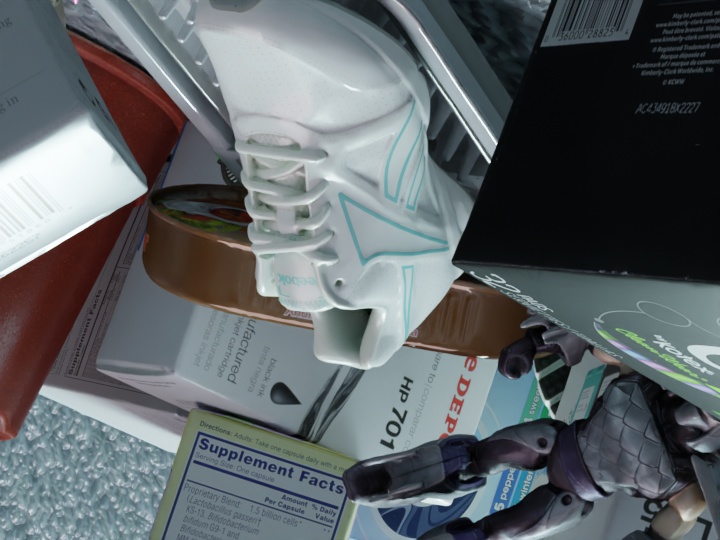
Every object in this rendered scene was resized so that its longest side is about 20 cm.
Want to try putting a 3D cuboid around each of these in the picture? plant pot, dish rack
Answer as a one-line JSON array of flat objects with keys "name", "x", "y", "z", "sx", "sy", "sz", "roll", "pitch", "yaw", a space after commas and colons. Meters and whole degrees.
[{"name": "plant pot", "x": -0.217, "y": -0.025, "z": 1.075, "sx": 0.200, "sy": 0.196, "sz": 0.201, "roll": 20, "pitch": 169, "yaw": 4}, {"name": "dish rack", "x": -0.009, "y": -0.078, "z": 0.795, "sx": 0.171, "sy": 0.044, "sz": 0.200, "roll": 13, "pitch": 156, "yaw": 36}]

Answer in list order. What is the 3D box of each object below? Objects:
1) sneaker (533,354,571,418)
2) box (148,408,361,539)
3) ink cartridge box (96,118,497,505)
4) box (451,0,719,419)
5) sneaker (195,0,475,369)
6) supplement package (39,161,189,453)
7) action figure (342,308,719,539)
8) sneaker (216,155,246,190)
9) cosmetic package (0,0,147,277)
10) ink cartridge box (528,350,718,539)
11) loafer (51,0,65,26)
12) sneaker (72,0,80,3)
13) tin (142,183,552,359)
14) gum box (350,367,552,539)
[{"name": "sneaker", "x": 0.150, "y": 0.101, "z": 1.093, "sx": 0.073, "sy": 0.201, "sz": 0.080, "roll": -24, "pitch": 156, "yaw": -3}, {"name": "box", "x": -0.072, "y": 0.194, "z": 1.074, "sx": 0.096, "sy": 0.201, "sz": 0.176, "roll": 18, "pitch": 167, "yaw": 3}, {"name": "ink cartridge box", "x": -0.022, "y": 0.023, "z": 1.080, "sx": 0.200, "sy": 0.147, "sz": 0.086, "roll": 28, "pitch": 165, "yaw": -34}, {"name": "box", "x": 0.161, "y": -0.013, "z": 0.657, "sx": 0.200, "sy": 0.125, "sz": 0.148, "roll": 30, "pitch": 166, "yaw": -33}, {"name": "sneaker", "x": -0.010, "y": -0.031, "z": 0.736, "sx": 0.070, "sy": 0.080, "sz": 0.200, "roll": 16, "pitch": 156, "yaw": 32}, {"name": "supplement package", "x": -0.088, "y": 0.030, "z": 1.217, "sx": 0.151, "sy": 0.151, "sz": 0.199, "roll": 29, "pitch": 166, "yaw": -38}, {"name": "action figure", "x": 0.082, "y": 0.085, "z": 0.839, "sx": 0.200, "sy": 0.131, "sz": 0.069, "roll": -27, "pitch": 159, "yaw": 36}, {"name": "sneaker", "x": 0.018, "y": -0.014, "z": 0.996, "sx": 0.199, "sy": 0.084, "sz": 0.077, "roll": 25, "pitch": 167, "yaw": -21}, {"name": "cosmetic package", "x": -0.159, "y": -0.093, "z": 0.644, "sx": 0.201, "sy": 0.101, "sz": 0.074, "roll": 62, "pitch": 180, "yaw": 21}, {"name": "ink cartridge box", "x": 0.173, "y": 0.098, "z": 0.949, "sx": 0.146, "sy": 0.201, "sz": 0.146, "roll": 22, "pitch": 168, "yaw": -8}, {"name": "loafer", "x": -0.136, "y": -0.106, "z": 0.767, "sx": 0.063, "sy": 0.072, "sz": 0.200, "roll": 26, "pitch": -164, "yaw": -29}, {"name": "sneaker", "x": -0.095, "y": -0.153, "z": 0.634, "sx": 0.086, "sy": 0.080, "sz": 0.200, "roll": 44, "pitch": 170, "yaw": 1}, {"name": "tin", "x": 0.000, "y": 0.000, "z": 0.906, "sx": 0.199, "sy": 0.042, "sz": 0.112, "roll": 11, "pitch": -170, "yaw": -1}, {"name": "gum box", "x": 0.064, "y": 0.095, "z": 1.203, "sx": 0.199, "sy": 0.171, "sz": 0.044, "roll": 9, "pitch": 165, "yaw": 43}]
